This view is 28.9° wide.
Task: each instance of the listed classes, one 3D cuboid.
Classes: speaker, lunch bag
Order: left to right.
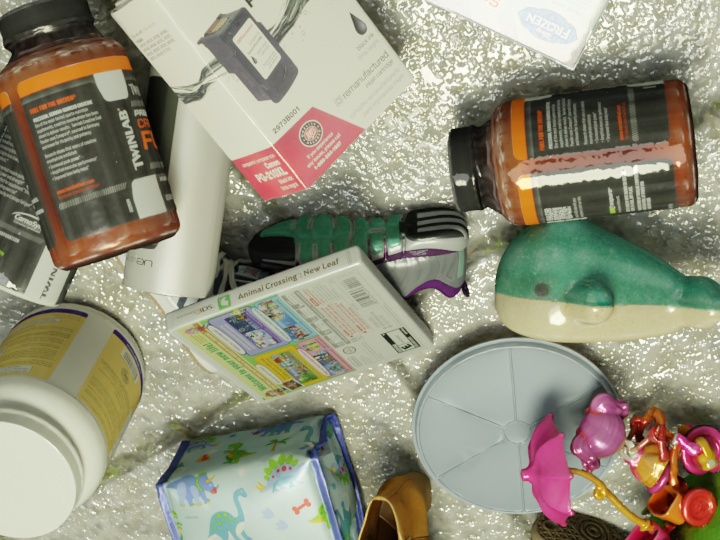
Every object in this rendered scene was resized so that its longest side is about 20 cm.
[{"bbox_3d":[-0.151,-0.078,1.190,0.081,0.081,0.202,9,95,4],"label":"speaker"},{"bbox_3d":[-0.083,0.257,1.367,0.169,0.128,0.201,-12,105,14],"label":"lunch bag"}]

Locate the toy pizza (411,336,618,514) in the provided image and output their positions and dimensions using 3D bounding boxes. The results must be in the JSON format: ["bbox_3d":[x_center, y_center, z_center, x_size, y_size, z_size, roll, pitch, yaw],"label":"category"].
[{"bbox_3d":[0.148,0.145,1.325,0.198,0.032,0.202,2,119,4],"label":"toy pizza"}]

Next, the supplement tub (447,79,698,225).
[{"bbox_3d":[0.175,-0.095,1.157,0.198,0.107,0.108,-6,116,11],"label":"supplement tub"}]

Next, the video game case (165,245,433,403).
[{"bbox_3d":[-0.049,0.053,1.244,0.181,0.022,0.200,-19,151,13],"label":"video game case"}]

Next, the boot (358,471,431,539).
[{"bbox_3d":[0.033,0.296,1.328,0.070,0.144,0.203,-1,96,19],"label":"boot"}]

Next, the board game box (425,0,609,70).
[{"bbox_3d":[0.124,-0.289,1.100,0.199,0.041,0.200,24,118,-5],"label":"board game box"}]

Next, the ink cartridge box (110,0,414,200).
[{"bbox_3d":[-0.077,-0.181,1.122,0.200,0.145,0.084,51,155,-17],"label":"ink cartridge box"}]

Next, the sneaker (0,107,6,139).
[{"bbox_3d":[-0.385,-0.160,1.238,0.200,0.074,0.085,39,82,0],"label":"sneaker"}]

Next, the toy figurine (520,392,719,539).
[{"bbox_3d":[0.240,0.181,1.260,0.183,0.150,0.201,32,89,-14],"label":"toy figurine"}]

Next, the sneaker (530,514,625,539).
[{"bbox_3d":[0.253,0.305,1.373,0.199,0.071,0.076,20,123,-1],"label":"sneaker"}]

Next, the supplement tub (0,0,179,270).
[{"bbox_3d":[-0.219,-0.109,1.095,0.106,0.107,0.201,-17,94,16],"label":"supplement tub"}]

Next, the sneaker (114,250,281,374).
[{"bbox_3d":[-0.143,-0.006,1.271,0.108,0.070,0.201,-25,114,21],"label":"sneaker"}]

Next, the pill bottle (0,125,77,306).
[{"bbox_3d":[-0.266,-0.079,1.204,0.106,0.106,0.201,24,90,-5],"label":"pill bottle"}]

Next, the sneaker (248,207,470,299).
[{"bbox_3d":[0.000,0.000,1.253,0.198,0.075,0.088,-3,122,9],"label":"sneaker"}]

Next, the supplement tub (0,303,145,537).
[{"bbox_3d":[-0.291,0.136,1.292,0.144,0.200,0.146,4,118,7],"label":"supplement tub"}]

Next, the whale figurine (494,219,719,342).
[{"bbox_3d":[0.213,0.006,1.186,0.198,0.159,0.105,2,95,21],"label":"whale figurine"}]
